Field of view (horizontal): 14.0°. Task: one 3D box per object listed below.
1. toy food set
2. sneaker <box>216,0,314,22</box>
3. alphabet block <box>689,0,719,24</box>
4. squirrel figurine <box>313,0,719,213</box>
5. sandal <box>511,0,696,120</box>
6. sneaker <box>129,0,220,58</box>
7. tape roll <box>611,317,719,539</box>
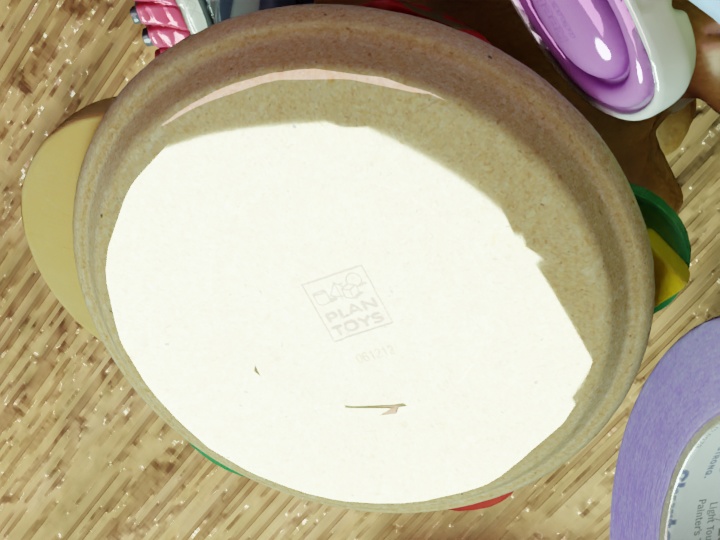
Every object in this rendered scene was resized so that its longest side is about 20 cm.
[{"bbox_3d":[0.000,0.000,0.954,0.200,0.049,0.198,-35,109,30],"label":"toy food set"},{"bbox_3d":[-0.011,-0.048,1.038,0.082,0.070,0.200,-132,38,-66],"label":"sneaker"},{"bbox_3d":[0.227,-0.134,0.787,0.195,0.200,0.196,41,135,6],"label":"alphabet block"},{"bbox_3d":[0.078,-0.104,0.964,0.186,0.142,0.200,-5,119,31],"label":"squirrel figurine"},{"bbox_3d":[0.028,-0.126,0.875,0.203,0.050,0.082,52,154,-3],"label":"sandal"},{"bbox_3d":[-0.027,-0.066,1.107,0.075,0.081,0.200,-18,118,13],"label":"sneaker"},{"bbox_3d":[0.169,0.111,1.017,0.200,0.066,0.200,17,110,59],"label":"tape roll"}]
